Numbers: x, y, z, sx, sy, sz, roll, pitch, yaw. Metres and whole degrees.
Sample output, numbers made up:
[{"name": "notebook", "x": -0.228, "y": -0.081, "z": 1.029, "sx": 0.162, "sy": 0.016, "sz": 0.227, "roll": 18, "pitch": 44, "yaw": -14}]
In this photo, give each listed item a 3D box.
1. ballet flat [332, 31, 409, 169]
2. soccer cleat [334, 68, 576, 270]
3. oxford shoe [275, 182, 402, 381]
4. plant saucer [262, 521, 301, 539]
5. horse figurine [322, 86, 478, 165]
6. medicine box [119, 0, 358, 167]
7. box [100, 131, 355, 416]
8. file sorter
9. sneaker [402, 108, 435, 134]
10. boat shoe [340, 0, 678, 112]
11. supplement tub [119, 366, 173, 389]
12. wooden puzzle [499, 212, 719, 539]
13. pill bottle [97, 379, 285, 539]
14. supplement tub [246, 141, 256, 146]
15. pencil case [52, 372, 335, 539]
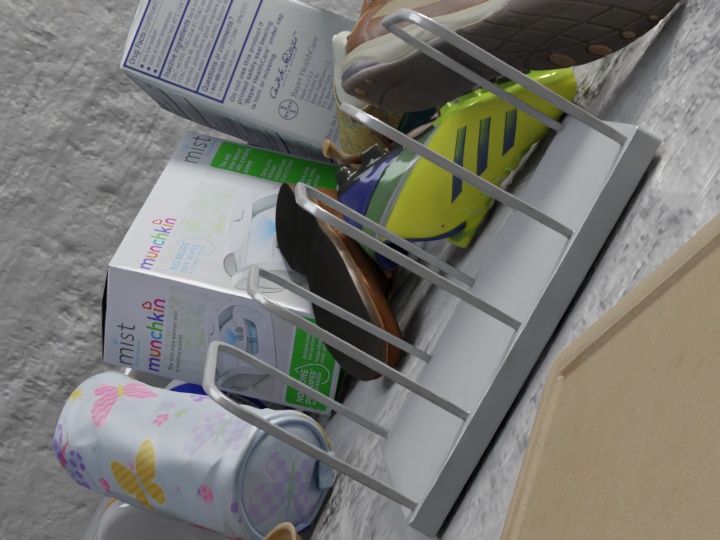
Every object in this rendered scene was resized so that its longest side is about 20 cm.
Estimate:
[{"name": "ballet flat", "x": 0.018, "y": -0.170, "z": 0.988, "sx": 0.071, "sy": 0.071, "sz": 0.200, "roll": -105, "pitch": 39, "yaw": -79}, {"name": "soccer cleat", "x": 0.065, "y": -0.062, "z": 0.865, "sx": 0.065, "sy": 0.084, "sz": 0.200, "roll": -24, "pitch": -4, "yaw": -45}, {"name": "oxford shoe", "x": 0.000, "y": 0.000, "z": 0.956, "sx": 0.200, "sy": 0.071, "sz": 0.071, "roll": -115, "pitch": 32, "yaw": -51}, {"name": "plant saucer", "x": -0.069, "y": 0.231, "z": 0.752, "sx": 0.200, "sy": 0.035, "sz": 0.200, "roll": -59, "pitch": 8, "yaw": 15}, {"name": "horse figurine", "x": 0.054, "y": -0.120, "z": 0.960, "sx": 0.050, "sy": 0.132, "sz": 0.200, "roll": -137, "pitch": 60, "yaw": -68}, {"name": "medicine box", "x": -0.075, "y": -0.160, "z": 1.167, "sx": 0.182, "sy": 0.200, "sz": 0.103, "roll": 57, "pitch": -126, "yaw": -87}, {"name": "box", "x": -0.081, "y": -0.002, "z": 1.079, "sx": 0.200, "sy": 0.176, "sz": 0.097, "roll": -71, "pitch": -6, "yaw": -54}, {"name": "file sorter", "x": 0.023, "y": -0.007, "z": 0.674, "sx": 0.200, "sy": 0.124, "sz": 0.139, "roll": -61, "pitch": 7, "yaw": 5}, {"name": "sneaker", "x": 0.087, "y": -0.184, "z": 1.070, "sx": 0.200, "sy": 0.080, "sz": 0.131, "roll": -48, "pitch": 1, "yaw": 15}, {"name": "boat shoe", "x": 0.072, "y": -0.143, "z": 0.745, "sx": 0.200, "sy": 0.076, "sz": 0.072, "roll": -12, "pitch": 66, "yaw": 33}, {"name": "supplement tub", "x": -0.146, "y": 0.105, "z": 1.295, "sx": 0.146, "sy": 0.145, "sz": 0.200, "roll": -61, "pitch": 8, "yaw": 3}, {"name": "wooden puzzle", "x": 0.086, "y": 0.056, "z": 0.393, "sx": 0.200, "sy": 0.037, "sz": 0.185, "roll": -62, "pitch": 6, "yaw": -36}, {"name": "pill bottle", "x": -0.116, "y": 0.146, "z": 1.080, "sx": 0.112, "sy": 0.112, "sz": 0.200, "roll": -56, "pitch": 10, "yaw": 36}, {"name": "supplement tub", "x": -0.040, "y": -0.097, "z": 1.337, "sx": 0.200, "sy": 0.140, "sz": 0.140, "roll": -62, "pitch": 8, "yaw": -4}, {"name": "pencil case", "x": -0.111, "y": 0.117, "z": 0.924, "sx": 0.200, "sy": 0.083, "sz": 0.091, "roll": 6, "pitch": 24, "yaw": 42}]
